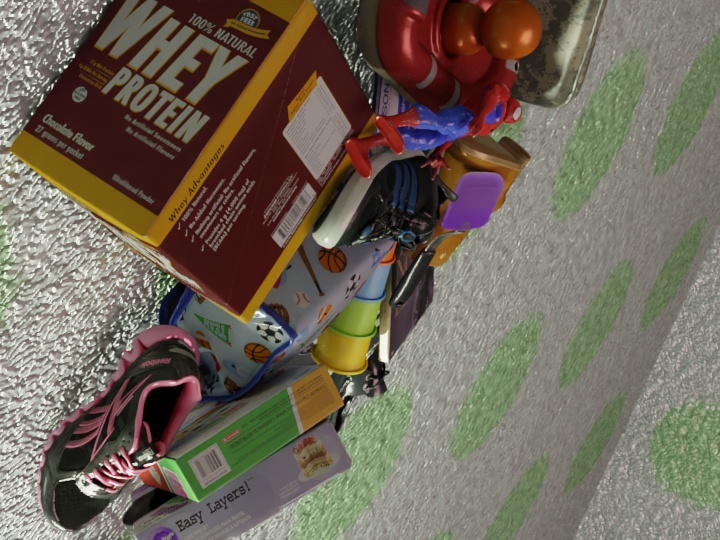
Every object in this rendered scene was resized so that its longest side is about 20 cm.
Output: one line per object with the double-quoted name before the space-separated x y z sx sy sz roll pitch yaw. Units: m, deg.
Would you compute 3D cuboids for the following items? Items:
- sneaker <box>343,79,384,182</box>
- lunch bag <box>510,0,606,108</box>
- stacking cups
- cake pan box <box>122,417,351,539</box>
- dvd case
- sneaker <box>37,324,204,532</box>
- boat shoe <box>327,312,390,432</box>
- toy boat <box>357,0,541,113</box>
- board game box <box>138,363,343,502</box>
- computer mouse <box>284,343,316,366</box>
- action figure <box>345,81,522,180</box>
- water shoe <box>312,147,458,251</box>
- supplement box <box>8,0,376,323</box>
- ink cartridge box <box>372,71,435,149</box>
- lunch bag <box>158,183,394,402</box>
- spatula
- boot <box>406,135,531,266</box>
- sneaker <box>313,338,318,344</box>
"sneaker" -0.013 -0.123 1.245 0.201 0.071 0.073 79 26 -54
"lunch bag" 0.193 -0.293 1.367 0.169 0.138 0.202 -61 167 -45
"stacking cups" 0.000 0.000 1.263 0.060 0.060 0.202 -24 135 -53
"cake pan box" -0.115 0.189 1.174 0.198 0.053 0.184 -30 -175 -7
"dvd case" 0.052 -0.028 1.362 0.149 0.016 0.203 -49 144 -57
"sneaker" -0.197 0.143 1.096 0.079 0.095 0.201 32 96 -34
"boat shoe" -0.002 0.118 1.455 0.200 0.066 0.074 -50 172 33
"toy boat" 0.092 -0.203 1.108 0.200 0.129 0.132 28 73 -60
"board game box" -0.117 0.139 1.169 0.152 0.041 0.200 -32 -172 -21
"computer mouse" -0.063 0.099 1.415 0.199 0.046 0.142 -23 136 -55
"action figure" 0.073 -0.116 1.070 0.199 0.052 0.065 -26 169 -47
"water shoe" 0.030 -0.054 1.096 0.072 0.079 0.200 -51 175 30
"supplement box" -0.112 -0.100 0.974 0.198 0.132 0.200 -56 157 -8
"ink cartridge box" 0.051 -0.213 1.212 0.199 0.046 0.201 -4 101 -59
"lunch bag" -0.085 0.022 1.180 0.170 0.124 0.200 -41 173 -37
"spatula" 0.074 -0.024 1.245 0.056 0.021 0.200 -3 147 -32
"boot" 0.091 -0.066 1.265 0.145 0.071 0.201 -52 164 14
"sneaker" 0.014 0.018 1.401 0.201 0.074 0.083 -52 139 -33
